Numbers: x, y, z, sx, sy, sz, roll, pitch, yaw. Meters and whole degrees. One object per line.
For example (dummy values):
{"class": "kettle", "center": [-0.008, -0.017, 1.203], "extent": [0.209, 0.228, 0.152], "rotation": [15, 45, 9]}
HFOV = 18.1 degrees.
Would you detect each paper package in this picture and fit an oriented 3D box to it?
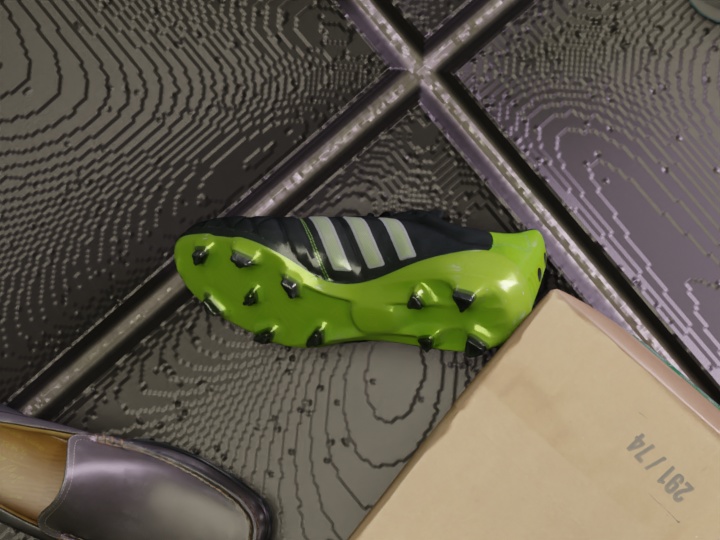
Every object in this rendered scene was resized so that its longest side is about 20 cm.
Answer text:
{"class": "paper package", "center": [0.117, 0.141, 1.109], "extent": [0.200, 0.103, 0.191], "rotation": [40, 91, 10]}

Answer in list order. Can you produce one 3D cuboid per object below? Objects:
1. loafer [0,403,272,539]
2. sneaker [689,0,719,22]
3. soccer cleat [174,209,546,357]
{"class": "loafer", "center": [-0.144, 0.115, 1.163], "extent": [0.199, 0.072, 0.073], "rotation": [13, 86, 8]}
{"class": "sneaker", "center": [0.257, -0.181, 1.129], "extent": [0.199, 0.081, 0.077], "rotation": [-23, 80, 4]}
{"class": "soccer cleat", "center": [0.000, 0.000, 1.161], "extent": [0.199, 0.081, 0.068], "rotation": [8, 126, 26]}
